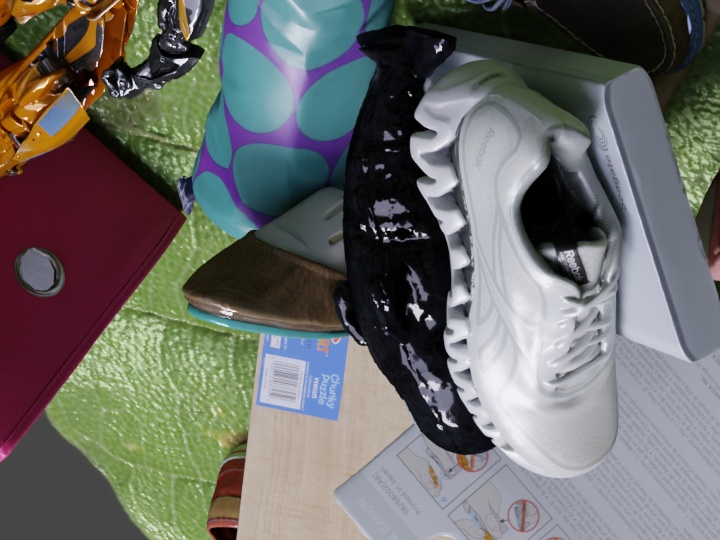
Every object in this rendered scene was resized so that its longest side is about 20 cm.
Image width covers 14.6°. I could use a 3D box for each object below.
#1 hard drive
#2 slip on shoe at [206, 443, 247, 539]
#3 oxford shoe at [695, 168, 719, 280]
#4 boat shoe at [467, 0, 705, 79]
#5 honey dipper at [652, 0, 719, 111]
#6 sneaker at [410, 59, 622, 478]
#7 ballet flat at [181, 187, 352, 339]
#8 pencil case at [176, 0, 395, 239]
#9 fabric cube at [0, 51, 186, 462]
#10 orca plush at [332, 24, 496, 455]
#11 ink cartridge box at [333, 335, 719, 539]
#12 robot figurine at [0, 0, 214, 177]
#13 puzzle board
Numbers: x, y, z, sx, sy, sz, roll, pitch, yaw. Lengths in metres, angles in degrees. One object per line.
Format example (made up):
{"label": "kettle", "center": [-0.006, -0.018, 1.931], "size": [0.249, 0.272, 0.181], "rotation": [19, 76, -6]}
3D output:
{"label": "hard drive", "center": [0.086, -0.039, 1.269], "size": [0.200, 0.027, 0.133], "rotation": [21, 134, 62]}
{"label": "slip on shoe", "center": [-0.038, 0.192, 1.652], "size": [0.074, 0.061, 0.201], "rotation": [-1, 131, 32]}
{"label": "oxford shoe", "center": [0.223, -0.053, 1.240], "size": [0.073, 0.071, 0.200], "rotation": [19, 146, -16]}
{"label": "boat shoe", "center": [0.063, -0.149, 1.218], "size": [0.200, 0.072, 0.072], "rotation": [44, 139, -4]}
{"label": "honey dipper", "center": [0.131, -0.068, 1.297], "size": [0.038, 0.038, 0.200], "rotation": [32, 138, 1]}
{"label": "sneaker", "center": [0.080, 0.009, 1.212], "size": [0.081, 0.075, 0.201], "rotation": [23, 137, 49]}
{"label": "ballet flat", "center": [0.000, 0.000, 1.353], "size": [0.068, 0.199, 0.073], "rotation": [30, 104, 47]}
{"label": "pencil case", "center": [-0.032, -0.101, 1.334], "size": [0.201, 0.085, 0.093], "rotation": [104, 147, -48]}
{"label": "fabric cube", "center": [-0.251, 0.003, 1.500], "size": [0.199, 0.196, 0.200], "rotation": [42, 140, -8]}
{"label": "orca plush", "center": [0.030, -0.005, 1.253], "size": [0.105, 0.071, 0.201], "rotation": [8, 110, 16]}
{"label": "ink cartridge box", "center": [0.112, 0.104, 1.335], "size": [0.162, 0.200, 0.050], "rotation": [49, 173, 7]}
{"label": "robot figurine", "center": [-0.154, -0.131, 1.375], "size": [0.200, 0.058, 0.145], "rotation": [-40, 82, 41]}
{"label": "puzzle board", "center": [0.015, 0.096, 1.466], "size": [0.150, 0.017, 0.201], "rotation": [10, 105, 10]}
